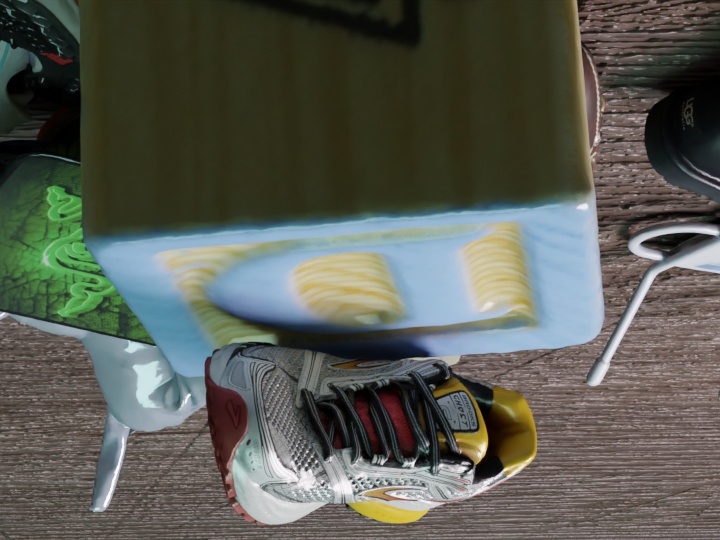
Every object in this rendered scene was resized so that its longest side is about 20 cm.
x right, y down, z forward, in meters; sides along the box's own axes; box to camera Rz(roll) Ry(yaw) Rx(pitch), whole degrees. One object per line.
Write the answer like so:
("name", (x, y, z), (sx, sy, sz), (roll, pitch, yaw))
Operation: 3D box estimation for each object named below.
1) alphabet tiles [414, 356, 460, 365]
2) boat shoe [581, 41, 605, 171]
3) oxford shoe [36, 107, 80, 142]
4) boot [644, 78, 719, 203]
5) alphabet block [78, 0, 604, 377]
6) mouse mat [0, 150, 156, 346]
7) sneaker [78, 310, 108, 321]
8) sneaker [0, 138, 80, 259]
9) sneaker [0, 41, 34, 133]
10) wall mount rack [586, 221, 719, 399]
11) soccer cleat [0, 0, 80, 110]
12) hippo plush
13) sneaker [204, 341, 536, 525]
("alphabet tiles", (0.000, 0.000, 1.142), (0.200, 0.015, 0.196), (8, 156, 1))
("boat shoe", (0.094, -0.076, 1.207), (0.070, 0.070, 0.200), (-36, 165, -20))
("oxford shoe", (-0.080, -0.065, 1.189), (0.200, 0.073, 0.071), (-10, 161, 23))
("boot", (0.274, -0.073, 1.209), (0.200, 0.077, 0.168), (15, 159, -28))
("alphabet block", (-0.003, -0.082, 0.951), (0.196, 0.200, 0.195), (-4, 161, 4))
("mouse mat", (-0.121, -0.005, 1.131), (0.161, 0.008, 0.200), (14, 154, -22))
("sneaker", (-0.069, -0.027, 1.236), (0.200, 0.075, 0.084), (-21, -179, -29))
("sneaker", (-0.139, -0.038, 1.155), (0.199, 0.071, 0.083), (-10, -158, 31))
("sneaker", (-0.203, -0.080, 1.136), (0.080, 0.071, 0.200), (1, 161, -18))
("wall mount rack", (0.246, 0.026, 1.509), (0.200, 0.075, 0.174), (9, 159, -30))
("soccer cleat", (-0.124, -0.119, 1.026), (0.068, 0.073, 0.200), (14, 168, 17))
("hippo plush", (-0.136, 0.002, 1.346), (0.161, 0.159, 0.200), (39, 128, -19))
("sneaker", (0.005, 0.062, 0.969), (0.082, 0.078, 0.200), (-19, 166, 30))
